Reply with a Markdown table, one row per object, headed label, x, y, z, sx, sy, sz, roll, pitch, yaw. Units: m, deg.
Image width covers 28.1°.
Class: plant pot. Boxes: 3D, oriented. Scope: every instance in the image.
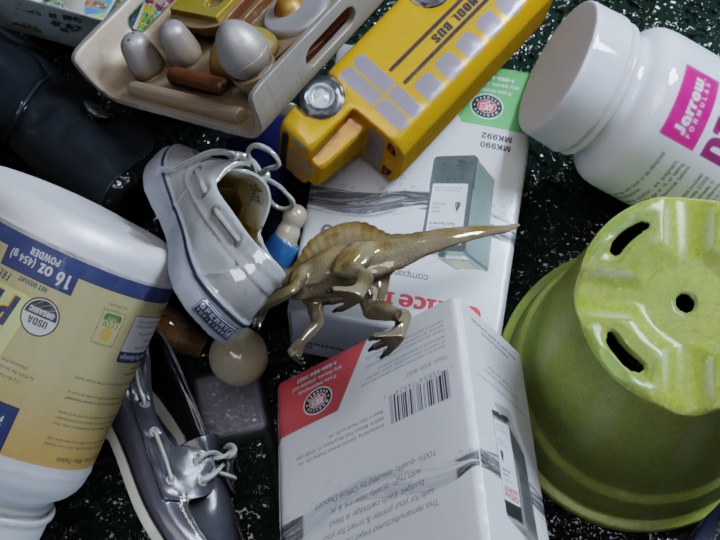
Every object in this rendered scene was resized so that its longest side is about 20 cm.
| label | x | y | z | sx | sy | sz | roll | pitch | yaw |
| --- | --- | --- | --- | --- | --- | --- | --- | --- | --- |
| plant pot | 0.189 | 0.048 | 0.900 | 0.198 | 0.185 | 0.203 | 0 | 70 | 1 |

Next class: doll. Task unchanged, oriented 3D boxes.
| label | x | y | z | sx | sy | sz | roll | pitch | yaw |
| --- | --- | --- | --- | --- | --- | --- | --- | --- | --- |
| doll | -0.076 | -0.019 | 0.975 | 0.048 | 0.136 | 0.202 | 23 | 60 | -33 |

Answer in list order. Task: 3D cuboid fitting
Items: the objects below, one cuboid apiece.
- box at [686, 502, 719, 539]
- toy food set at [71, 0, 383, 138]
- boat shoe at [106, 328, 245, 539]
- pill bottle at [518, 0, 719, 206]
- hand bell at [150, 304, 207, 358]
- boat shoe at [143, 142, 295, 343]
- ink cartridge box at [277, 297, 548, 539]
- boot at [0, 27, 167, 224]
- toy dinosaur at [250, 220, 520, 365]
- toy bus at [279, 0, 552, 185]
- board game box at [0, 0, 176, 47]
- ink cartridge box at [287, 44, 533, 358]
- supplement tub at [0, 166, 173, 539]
| label | x | y | z | sx | sy | sz | roll | pitch | yaw |
| --- | --- | --- | --- | --- | --- | --- | --- | --- | --- |
| box | 0.217 | 0.238 | 0.824 | 0.122 | 0.199 | 0.201 | 29 | 73 | 11 |
| toy food set | -0.085 | -0.167 | 0.931 | 0.199 | 0.061 | 0.144 | 19 | 61 | 43 |
| boat shoe | -0.114 | 0.125 | 0.933 | 0.063 | 0.073 | 0.201 | -39 | 68 | 13 |
| pill bottle | 0.212 | -0.089 | 0.952 | 0.198 | 0.113 | 0.114 | 26 | 71 | -14 |
| hand bell | -0.197 | 0.010 | 0.990 | 0.198 | 0.104 | 0.105 | 28 | 73 | -3 |
| boat shoe | -0.080 | -0.041 | 0.888 | 0.086 | 0.075 | 0.202 | -40 | 28 | 9 |
| ink cartridge box | 0.030 | 0.140 | 0.863 | 0.146 | 0.083 | 0.202 | -27 | 45 | 26 |
| boot | -0.220 | -0.100 | 0.966 | 0.168 | 0.200 | 0.077 | 38 | 102 | 16 |
| toy dinosaur | 0.000 | 0.000 | 0.873 | 0.198 | 0.059 | 0.102 | -14 | 37 | 8 |
| toy bus | 0.034 | -0.131 | 0.940 | 0.078 | 0.065 | 0.200 | 41 | 74 | 7 |
| board game box | -0.149 | -0.226 | 1.052 | 0.198 | 0.064 | 0.149 | 14 | 70 | -7 |
| ink cartridge box | 0.037 | -0.039 | 0.987 | 0.144 | 0.084 | 0.202 | 9 | 70 | 3 |
| supplement tub | -0.212 | 0.052 | 0.884 | 0.143 | 0.144 | 0.202 | 26 | 93 | 10 |
